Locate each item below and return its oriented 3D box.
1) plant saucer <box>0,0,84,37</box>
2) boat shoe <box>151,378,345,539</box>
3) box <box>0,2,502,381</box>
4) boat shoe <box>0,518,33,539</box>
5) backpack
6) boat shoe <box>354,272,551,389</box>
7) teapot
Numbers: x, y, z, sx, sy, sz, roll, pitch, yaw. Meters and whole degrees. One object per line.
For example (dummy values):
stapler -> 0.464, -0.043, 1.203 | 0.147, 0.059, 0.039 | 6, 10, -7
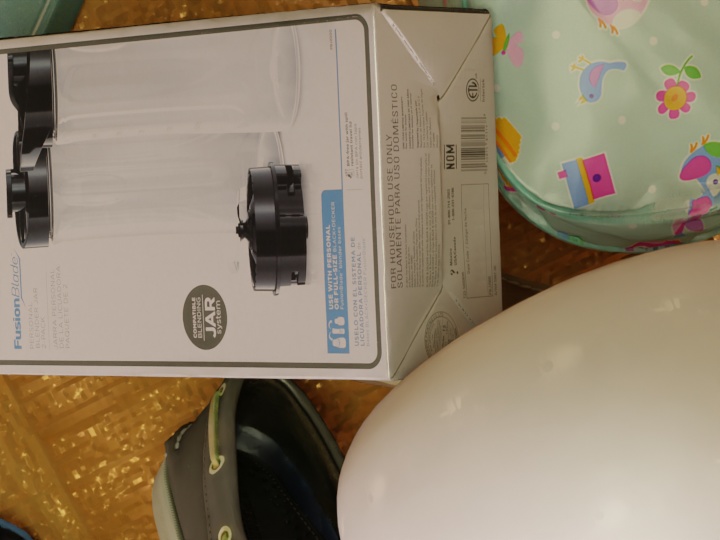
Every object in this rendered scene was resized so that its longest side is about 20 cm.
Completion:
plant saucer -> -0.109, -0.158, 0.920 | 0.070, 0.019, 0.200 | 27, 103, 1
boat shoe -> -0.019, 0.115, 0.877 | 0.072, 0.202, 0.060 | 7, 127, -30
box -> -0.052, -0.022, 0.837 | 0.200, 0.060, 0.117 | 0, 93, 39
boat shoe -> -0.112, 0.190, 0.959 | 0.084, 0.069, 0.200 | -36, 98, 12
backpack -> 0.082, -0.107, 0.851 | 0.166, 0.127, 0.201 | -5, 97, 8
boat shoe -> 0.000, 0.000, 0.911 | 0.199, 0.071, 0.065 | 10, 102, 5
teapot -> 0.099, 0.093, 0.777 | 0.200, 0.197, 0.146 | -57, 49, 48
